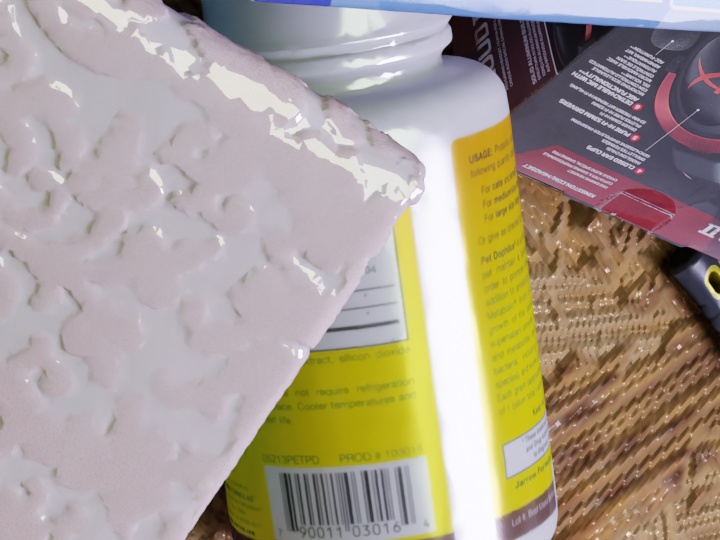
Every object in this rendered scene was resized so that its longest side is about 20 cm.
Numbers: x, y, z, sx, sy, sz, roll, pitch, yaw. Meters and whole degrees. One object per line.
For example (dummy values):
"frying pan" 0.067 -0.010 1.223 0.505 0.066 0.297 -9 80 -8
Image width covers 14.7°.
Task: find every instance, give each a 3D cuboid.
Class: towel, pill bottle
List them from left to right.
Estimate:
"towel" -0.112 -0.004 0.797 0.200 0.032 0.191 30 105 -14
"pill bottle" 0.000 0.000 0.902 0.109 0.109 0.200 -15 105 -31

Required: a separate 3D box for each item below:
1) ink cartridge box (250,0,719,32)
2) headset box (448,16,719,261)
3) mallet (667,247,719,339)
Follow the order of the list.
"ink cartridge box" 0.005 -0.123 0.804 0.200 0.136 0.077 3 107 -29
"headset box" 0.136 -0.085 0.946 0.148 0.200 0.075 21 46 -33
"mallet" 0.172 0.073 1.072 0.200 0.041 0.066 44 69 -25
